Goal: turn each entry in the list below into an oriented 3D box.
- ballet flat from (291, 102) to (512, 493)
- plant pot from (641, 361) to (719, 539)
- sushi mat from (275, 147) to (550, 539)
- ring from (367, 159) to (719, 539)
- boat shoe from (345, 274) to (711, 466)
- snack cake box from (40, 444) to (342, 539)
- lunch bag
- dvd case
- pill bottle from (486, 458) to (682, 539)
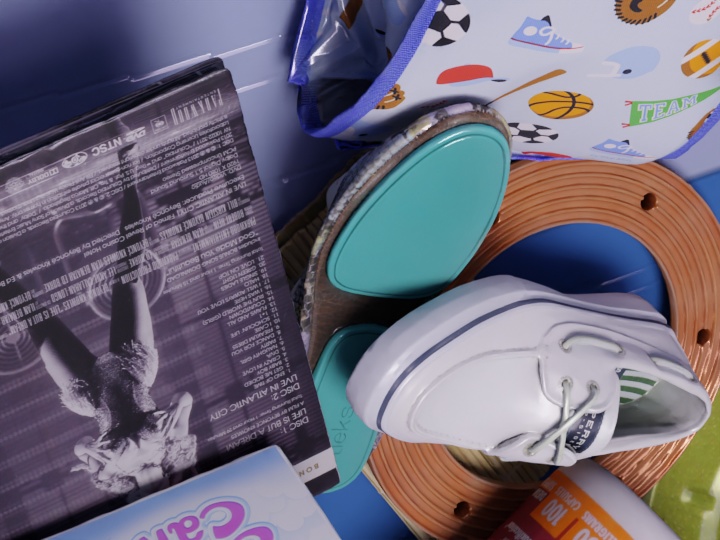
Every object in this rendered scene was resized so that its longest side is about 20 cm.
[{"bbox_3d":[0.000,0.000,0.907,0.071,0.072,0.201,8,125,-24],"label":"ballet flat"},{"bbox_3d":[0.266,0.142,1.061,0.183,0.200,0.201,21,108,-41],"label":"plant pot"},{"bbox_3d":[0.022,0.043,0.999,0.096,0.012,0.200,-42,124,-6],"label":"sushi mat"},{"bbox_3d":[0.086,0.037,1.010,0.199,0.019,0.202,-12,117,-23],"label":"ring"},{"bbox_3d":[0.082,0.047,0.921,0.199,0.067,0.074,-8,134,-46],"label":"boat shoe"},{"bbox_3d":[-0.102,0.161,0.847,0.199,0.067,0.116,-22,133,-17],"label":"snack cake box"},{"bbox_3d":[0.076,-0.123,0.869,0.169,0.125,0.201,2,139,-22],"label":"lunch bag"},{"bbox_3d":[-0.094,0.034,0.829,0.148,0.016,0.201,-25,126,-15],"label":"dvd case"},{"bbox_3d":[0.068,0.190,0.989,0.200,0.113,0.113,-45,123,-4],"label":"pill bottle"}]
